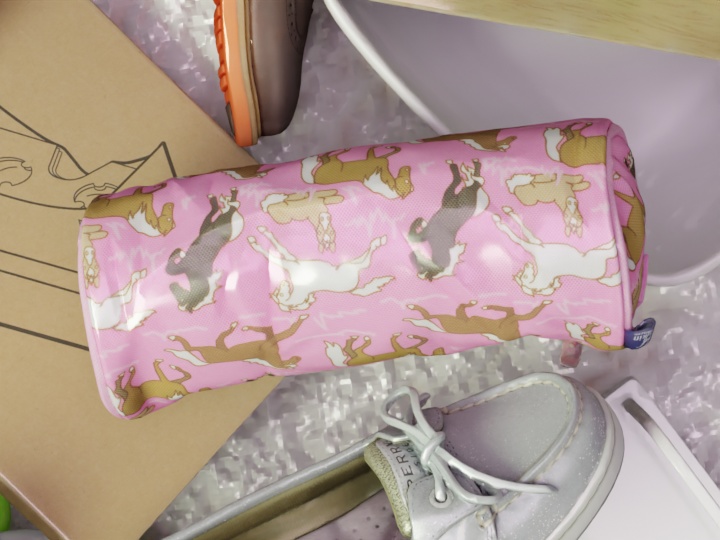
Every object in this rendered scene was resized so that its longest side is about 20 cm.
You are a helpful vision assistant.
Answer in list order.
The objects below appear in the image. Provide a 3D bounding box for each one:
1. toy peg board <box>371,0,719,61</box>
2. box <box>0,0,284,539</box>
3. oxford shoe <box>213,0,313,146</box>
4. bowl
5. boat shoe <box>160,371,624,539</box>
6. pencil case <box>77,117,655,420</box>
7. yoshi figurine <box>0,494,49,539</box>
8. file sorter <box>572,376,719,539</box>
[{"bbox_3d":[0.088,-0.175,0.918,0.200,0.098,0.199,9,97,-10],"label":"toy peg board"},{"bbox_3d":[-0.115,-0.012,1.018,0.200,0.021,0.164,44,63,-3],"label":"box"},{"bbox_3d":[-0.016,-0.144,1.030,0.072,0.071,0.200,7,92,-5],"label":"oxford shoe"},{"bbox_3d":[0.100,-0.117,1.014,0.200,0.075,0.200,42,90,-11],"label":"bowl"},{"bbox_3d":[-0.005,0.091,0.945,0.202,0.074,0.065,-27,131,4],"label":"boat shoe"},{"bbox_3d":[0.000,0.000,0.959,0.200,0.083,0.087,-7,95,7],"label":"pencil case"},{"bbox_3d":[-0.145,0.102,1.022,0.200,0.112,0.112,17,84,2],"label":"yoshi figurine"},{"bbox_3d":[0.066,0.157,1.009,0.200,0.125,0.139,-37,91,1],"label":"file sorter"}]
